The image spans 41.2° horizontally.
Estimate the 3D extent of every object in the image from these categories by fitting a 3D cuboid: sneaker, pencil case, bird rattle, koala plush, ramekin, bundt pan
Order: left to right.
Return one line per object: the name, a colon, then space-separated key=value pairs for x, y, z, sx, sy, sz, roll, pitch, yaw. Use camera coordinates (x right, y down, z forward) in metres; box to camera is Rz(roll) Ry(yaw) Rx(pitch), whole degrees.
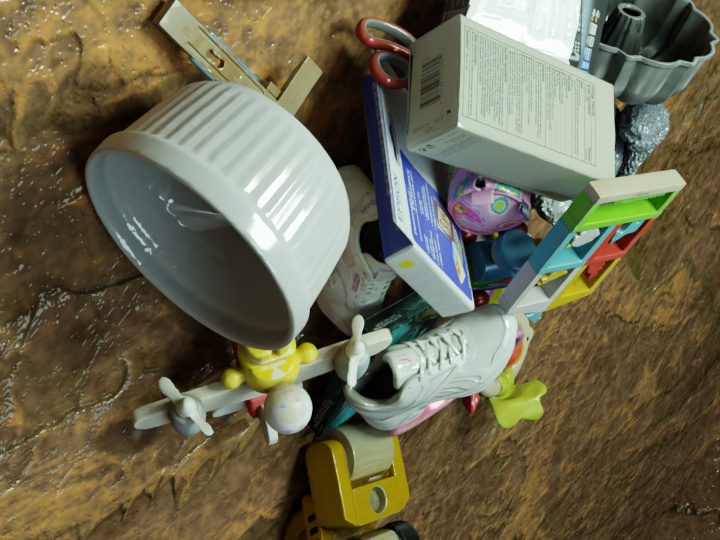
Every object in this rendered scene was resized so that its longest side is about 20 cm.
ramekin: x=-0.099 y=-0.046 z=0.727 sx=0.105 sy=0.198 sz=0.202 roll=-50 pitch=146 yaw=-28
sneaker: x=0.000 y=0.000 z=0.963 sx=0.074 sy=0.100 sz=0.203 roll=-24 pitch=133 yaw=-23
sneaker: x=0.069 y=0.097 z=0.972 sx=0.198 sy=0.079 sz=0.099 roll=-35 pitch=154 yaw=13
bird rattle: x=0.176 y=0.122 z=1.322 sx=0.199 sy=0.112 sz=0.165 roll=34 pitch=77 yaw=-43
pencil case: x=0.127 y=-0.138 z=0.953 sx=0.087 sy=0.086 sz=0.204 roll=45 pitch=43 yaw=-55
koala plush: x=0.214 y=-0.125 z=1.088 sx=0.199 sy=0.177 sz=0.186 roll=-26 pitch=145 yaw=-43
bundt pan: x=0.287 y=-0.255 z=1.063 sx=0.200 sy=0.201 sz=0.077 roll=-28 pitch=148 yaw=-36

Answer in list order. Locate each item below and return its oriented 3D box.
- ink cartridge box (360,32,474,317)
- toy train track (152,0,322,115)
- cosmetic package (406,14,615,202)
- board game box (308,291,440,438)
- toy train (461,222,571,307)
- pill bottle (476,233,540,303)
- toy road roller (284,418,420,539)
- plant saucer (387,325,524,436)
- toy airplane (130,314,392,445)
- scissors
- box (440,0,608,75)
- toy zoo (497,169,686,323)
ink cartridge box: x=0.043 y=-0.082 z=0.900 sx=0.046 sy=0.201 sz=0.200 roll=-18 pitch=150 yaw=21
toy train track: x=-0.100 y=-0.151 z=0.786 sx=0.116 sy=0.032 sz=0.200 roll=-55 pitch=139 yaw=-5
cosmetic package: x=0.138 y=-0.138 z=0.857 sx=0.197 sy=0.071 sz=0.107 roll=15 pitch=71 yaw=-34
board game box: x=0.022 y=0.098 z=1.070 sx=0.134 sy=0.028 sz=0.201 roll=-28 pitch=157 yaw=-37
toy train: x=0.195 y=-0.018 z=1.024 sx=0.196 sy=0.115 sz=0.086 roll=-7 pitch=83 yaw=-27
pill bottle: x=0.160 y=-0.001 z=1.166 sx=0.198 sy=0.104 sz=0.106 roll=0 pitch=116 yaw=-52
toy road roller: x=-0.026 y=0.290 z=1.166 sx=0.122 sy=0.144 sz=0.204 roll=-2 pitch=81 yaw=-50
plant saucer: x=0.102 y=0.117 z=1.133 sx=0.199 sy=0.051 sz=0.201 roll=-34 pitch=164 yaw=-11
toy airplane: x=-0.087 y=0.102 z=0.895 sx=0.200 sy=0.142 sz=0.198 roll=-47 pitch=137 yaw=14
scissors: x=0.080 y=-0.182 z=0.883 sx=0.197 sy=0.074 sz=0.014 roll=9 pitch=147 yaw=-33
box: x=0.164 y=-0.284 z=0.905 sx=0.155 sy=0.050 sz=0.204 roll=10 pitch=93 yaw=-27
toy zoo: x=0.215 y=-0.016 z=0.935 sx=0.129 sy=0.021 sz=0.201 roll=-11 pitch=147 yaw=-36
